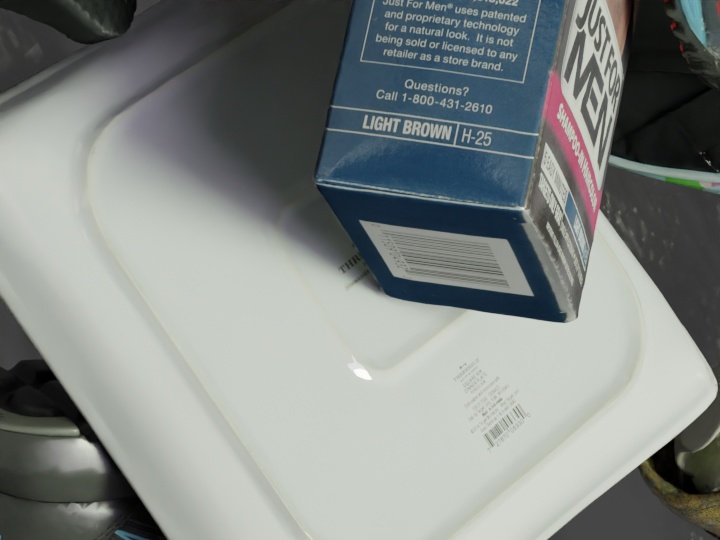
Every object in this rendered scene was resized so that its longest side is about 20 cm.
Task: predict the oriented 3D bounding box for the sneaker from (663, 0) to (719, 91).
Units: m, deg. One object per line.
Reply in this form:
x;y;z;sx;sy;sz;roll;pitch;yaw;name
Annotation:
0.137;-0.146;0.835;0.079;0.095;0.201;25;77;-72;sneaker

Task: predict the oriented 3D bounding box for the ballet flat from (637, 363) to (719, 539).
0.162;0.034;0.983;0.070;0.200;0.071;18;55;-29;ballet flat

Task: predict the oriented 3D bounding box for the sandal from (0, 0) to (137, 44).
-0.107;-0.097;0.774;0.200;0.048;0.076;-1;83;-73;sandal

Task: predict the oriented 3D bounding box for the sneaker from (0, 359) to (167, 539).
-0.039;0.070;0.895;0.199;0.075;0.080;2;107;-33;sneaker

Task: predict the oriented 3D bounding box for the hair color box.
0.045;-0.097;0.827;0.100;0.060;0.201;57;43;-69;hair color box

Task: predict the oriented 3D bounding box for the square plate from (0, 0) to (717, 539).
0.000;0.000;0.868;0.200;0.028;0.199;-36;93;-37;square plate

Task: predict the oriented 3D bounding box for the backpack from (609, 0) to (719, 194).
0.172;-0.100;0.954;0.150;0.199;0.179;4;94;-61;backpack
